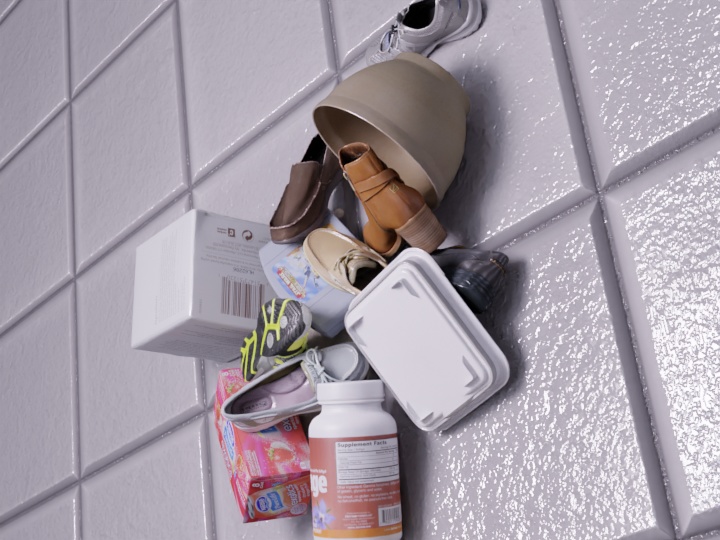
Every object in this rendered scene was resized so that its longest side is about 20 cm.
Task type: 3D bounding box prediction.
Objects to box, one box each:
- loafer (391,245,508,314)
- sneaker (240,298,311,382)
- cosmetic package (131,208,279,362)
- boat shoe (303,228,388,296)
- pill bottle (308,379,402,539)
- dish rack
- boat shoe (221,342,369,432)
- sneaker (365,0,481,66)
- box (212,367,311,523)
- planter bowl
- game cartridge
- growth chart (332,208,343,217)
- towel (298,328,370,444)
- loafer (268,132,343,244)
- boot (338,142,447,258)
[{"bbox_3d":[0.112,0.003,1.520,0.072,0.073,0.200,-47,30,-16],"label":"loafer"},{"bbox_3d":[-0.100,0.090,1.628,0.200,0.076,0.076,135,132,-58],"label":"sneaker"},{"bbox_3d":[-0.222,0.028,1.805,0.200,0.167,0.167,-25,60,51],"label":"cosmetic package"},{"bbox_3d":[0.000,0.000,1.566,0.072,0.065,0.200,-45,62,-10],"label":"boat shoe"},{"bbox_3d":[-0.008,0.239,1.521,0.112,0.112,0.201,-9,82,48],"label":"pill bottle"},{"bbox_3d":[0.069,0.092,1.471,0.200,0.043,0.172,53,130,8],"label":"dish rack"},{"bbox_3d":[-0.084,0.151,1.590,0.201,0.065,0.075,-23,73,6],"label":"boat shoe"},{"bbox_3d":[0.068,-0.330,1.647,0.200,0.082,0.075,-26,60,43],"label":"sneaker"},{"bbox_3d":[-0.136,0.235,1.675,0.200,0.095,0.100,-113,27,-43],"label":"box"},{"bbox_3d":[0.057,-0.191,1.556,0.135,0.200,0.200,-52,38,-13],"label":"planter bowl"},{"bbox_3d":[-0.055,0.000,1.664,0.133,0.042,0.200,-36,46,-7],"label":"game cartridge"},{"bbox_3d":[-0.052,0.011,1.741,0.145,0.018,0.201,-26,61,42],"label":"growth chart"},{"bbox_3d":[-0.039,0.149,1.661,0.132,0.034,0.201,-10,78,48],"label":"towel"},{"bbox_3d":[-0.081,-0.119,1.703,0.073,0.071,0.200,-5,45,35],"label":"loafer"},{"bbox_3d":[0.020,-0.095,1.557,0.074,0.155,0.200,-47,18,-17],"label":"boot"}]
